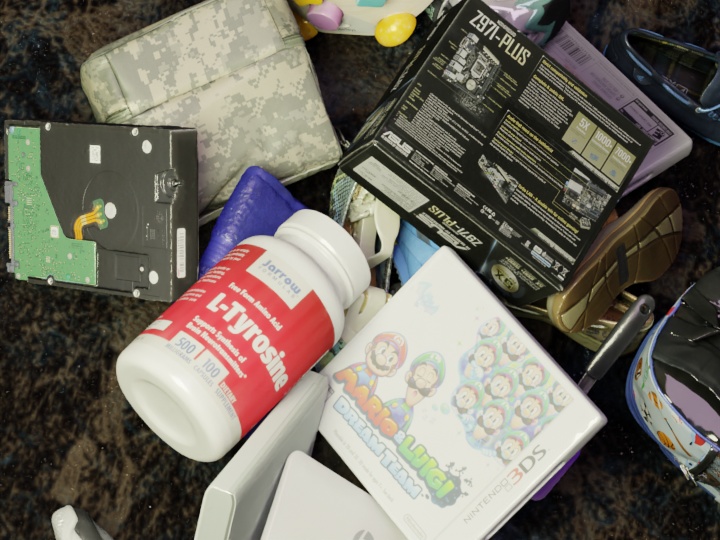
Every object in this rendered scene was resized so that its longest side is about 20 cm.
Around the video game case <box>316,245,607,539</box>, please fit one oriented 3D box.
[{"bbox_3d":[0.068,0.111,1.462,0.182,0.024,0.200,-46,64,10],"label":"video game case"}]

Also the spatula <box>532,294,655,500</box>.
[{"bbox_3d":[0.189,0.103,1.551,0.056,0.021,0.200,35,86,-19],"label":"spatula"}]

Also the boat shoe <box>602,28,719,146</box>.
[{"bbox_3d":[0.318,-0.163,1.681,0.200,0.069,0.084,16,69,-1],"label":"boat shoe"}]

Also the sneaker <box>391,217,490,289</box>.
[{"bbox_3d":[0.081,0.006,1.538,0.066,0.078,0.200,13,47,-46],"label":"sneaker"}]

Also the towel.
[{"bbox_3d":[-0.090,0.031,1.531,0.148,0.050,0.200,38,69,-32],"label":"towel"}]

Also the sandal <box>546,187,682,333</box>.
[{"bbox_3d":[0.213,-0.016,1.563,0.054,0.080,0.200,21,42,37],"label":"sandal"}]

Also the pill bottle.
[{"bbox_3d":[-0.086,0.046,1.432,0.112,0.112,0.200,41,62,9],"label":"pill bottle"}]

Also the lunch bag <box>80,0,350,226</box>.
[{"bbox_3d":[-0.129,-0.131,1.576,0.200,0.139,0.168,-25,85,-12],"label":"lunch bag"}]

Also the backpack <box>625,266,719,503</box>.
[{"bbox_3d":[0.325,0.100,1.541,0.190,0.154,0.200,42,62,2],"label":"backpack"}]

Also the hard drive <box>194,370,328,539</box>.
[{"bbox_3d":[-0.081,0.176,1.418,0.026,0.132,0.200,20,27,11],"label":"hard drive"}]

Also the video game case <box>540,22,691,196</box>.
[{"bbox_3d":[0.163,-0.129,1.638,0.182,0.024,0.200,-32,60,-17],"label":"video game case"}]

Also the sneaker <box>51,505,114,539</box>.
[{"bbox_3d":[-0.155,0.252,1.466,0.114,0.075,0.200,-35,83,-18],"label":"sneaker"}]

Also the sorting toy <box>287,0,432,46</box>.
[{"bbox_3d":[-0.045,-0.277,1.587,0.200,0.180,0.107,7,79,32],"label":"sorting toy"}]

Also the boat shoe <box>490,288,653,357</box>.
[{"bbox_3d":[0.161,0.009,1.600,0.200,0.063,0.073,21,68,1],"label":"boat shoe"}]

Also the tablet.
[{"bbox_3d":[-0.008,0.239,1.450,0.200,0.014,0.130,37,61,-40],"label":"tablet"}]

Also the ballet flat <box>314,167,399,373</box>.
[{"bbox_3d":[0.000,0.000,1.527,0.074,0.074,0.200,4,89,-6],"label":"ballet flat"}]

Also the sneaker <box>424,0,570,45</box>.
[{"bbox_3d":[0.083,-0.211,1.637,0.140,0.078,0.200,27,56,24],"label":"sneaker"}]

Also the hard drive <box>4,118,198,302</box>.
[{"bbox_3d":[-0.214,-0.052,1.500,0.038,0.200,0.140,-9,101,-51],"label":"hard drive"}]

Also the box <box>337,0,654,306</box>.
[{"bbox_3d":[0.111,-0.096,1.499,0.200,0.086,0.164,37,69,-11],"label":"box"}]

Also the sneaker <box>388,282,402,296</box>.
[{"bbox_3d":[0.070,0.111,1.555,0.115,0.075,0.200,7,68,-19],"label":"sneaker"}]
